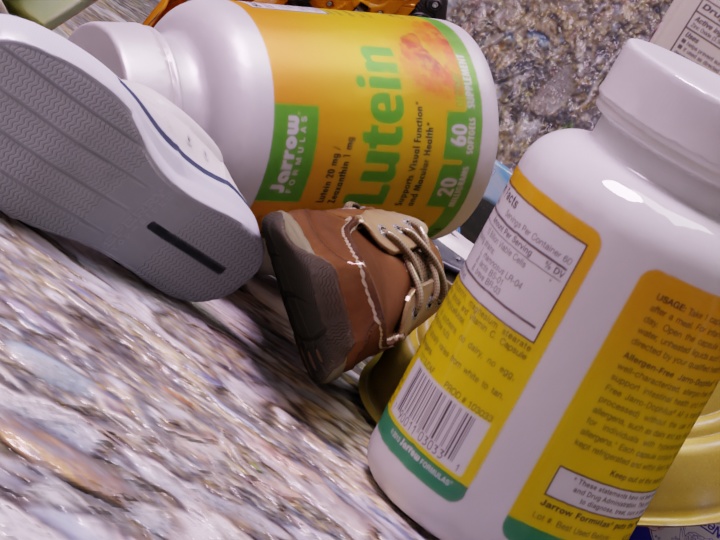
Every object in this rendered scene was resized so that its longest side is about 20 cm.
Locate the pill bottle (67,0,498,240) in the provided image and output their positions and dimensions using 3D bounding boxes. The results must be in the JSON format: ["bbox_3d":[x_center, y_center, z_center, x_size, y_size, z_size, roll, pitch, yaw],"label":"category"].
[{"bbox_3d":[-0.043,-0.071,1.172,0.199,0.112,0.111,1,26,-34],"label":"pill bottle"}]

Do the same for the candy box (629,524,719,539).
[{"bbox_3d":[0.187,0.125,1.296,0.169,0.077,0.200,33,7,-2],"label":"candy box"}]

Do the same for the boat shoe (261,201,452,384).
[{"bbox_3d":[0.000,0.000,1.078,0.200,0.073,0.076,-129,-158,-84],"label":"boat shoe"}]

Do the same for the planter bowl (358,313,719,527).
[{"bbox_3d":[0.103,0.035,1.125,0.199,0.084,0.201,10,19,-4],"label":"planter bowl"}]

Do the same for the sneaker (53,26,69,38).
[{"bbox_3d":[-0.214,-0.192,1.358,0.200,0.116,0.076,36,6,9],"label":"sneaker"}]

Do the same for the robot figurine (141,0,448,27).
[{"bbox_3d":[-0.049,-0.119,1.299,0.145,0.200,0.058,33,26,-24],"label":"robot figurine"}]

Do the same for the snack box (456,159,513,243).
[{"bbox_3d":[-0.002,-0.049,1.410,0.199,0.117,0.037,33,6,-14],"label":"snack box"}]

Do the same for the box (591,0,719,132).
[{"bbox_3d":[0.180,-0.042,1.280,0.127,0.201,0.109,34,8,8],"label":"box"}]

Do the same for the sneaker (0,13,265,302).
[{"bbox_3d":[-0.115,-0.053,1.019,0.200,0.073,0.071,44,12,-51],"label":"sneaker"}]

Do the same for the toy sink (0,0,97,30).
[{"bbox_3d":[-0.177,-0.196,1.243,0.200,0.112,0.131,54,-8,27],"label":"toy sink"}]

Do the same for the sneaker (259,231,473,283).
[{"bbox_3d":[0.015,0.002,1.287,0.129,0.080,0.199,37,4,33],"label":"sneaker"}]

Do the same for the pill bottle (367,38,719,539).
[{"bbox_3d":[0.094,0.015,0.972,0.112,0.201,0.113,26,13,-6],"label":"pill bottle"}]
